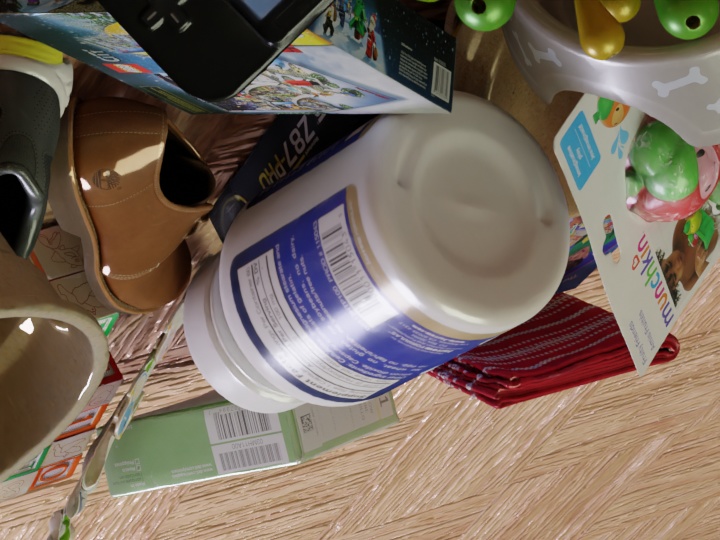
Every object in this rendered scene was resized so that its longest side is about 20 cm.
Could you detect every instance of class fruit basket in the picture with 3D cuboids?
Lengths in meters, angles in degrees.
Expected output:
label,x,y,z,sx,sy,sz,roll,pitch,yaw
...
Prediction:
label,x,y,z,sx,sy,sz,roll,pitch,yaw
fruit basket,0.172,-0.074,1.452,0.201,0.093,0.186,-58,145,-28

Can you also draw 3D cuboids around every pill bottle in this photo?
label,x,y,z,sx,sy,sz,roll,pitch,yaw
pill bottle,0.000,0.000,1.452,0.119,0.120,0.200,-13,170,-38

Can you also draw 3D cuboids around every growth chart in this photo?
label,x,y,z,sx,sy,sz,roll,pitch,yaw
growth chart,-0.125,0.074,1.597,0.201,0.018,0.145,-60,-178,6

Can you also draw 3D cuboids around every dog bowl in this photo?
label,x,y,z,sx,sy,sz,roll,pitch,yaw
dog bowl,0.150,-0.156,1.347,0.199,0.201,0.059,-31,146,4

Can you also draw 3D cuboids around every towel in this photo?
label,x,y,z,sx,sy,sz,roll,pitch,yaw
towel,0.070,0.027,1.709,0.144,0.200,0.023,-12,115,-38

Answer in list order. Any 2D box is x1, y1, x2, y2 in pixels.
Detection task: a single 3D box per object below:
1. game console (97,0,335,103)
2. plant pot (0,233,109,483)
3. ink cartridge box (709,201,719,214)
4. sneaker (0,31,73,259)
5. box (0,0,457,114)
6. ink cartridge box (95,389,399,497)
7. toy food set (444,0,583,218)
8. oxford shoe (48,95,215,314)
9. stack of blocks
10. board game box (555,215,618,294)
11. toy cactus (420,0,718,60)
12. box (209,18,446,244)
label,x,y,z,sx,sy,sz,roll,pitch,yaw
game console,-0.054,-0.178,1.100,0.200,0.176,0.116,-42,-175,15
plant pot,-0.229,-0.002,1.195,0.200,0.184,0.201,-25,159,-10
ink cartridge box,0.252,-0.129,1.688,0.145,0.088,0.200,-24,157,-14
sneaker,-0.187,-0.019,1.333,0.074,0.085,0.200,13,137,-15
box,-0.056,-0.107,1.294,0.136,0.038,0.200,2,171,23
ink cartridge box,-0.038,0.079,1.724,0.145,0.048,0.200,-14,-179,36
toy food set,0.111,-0.116,1.494,0.197,0.049,0.201,16,106,-49
oxford shoe,-0.102,-0.027,1.446,0.071,0.072,0.200,-4,161,6
stack of blocks,-0.190,0.056,1.565,0.115,0.059,0.200,-18,156,-30
board game box,0.075,-0.023,1.625,0.199,0.045,0.135,-14,157,-41
toy cactus,0.074,-0.180,1.276,0.102,0.199,0.166,95,19,-63
box,0.035,-0.075,1.576,0.199,0.049,0.161,-14,157,-39
